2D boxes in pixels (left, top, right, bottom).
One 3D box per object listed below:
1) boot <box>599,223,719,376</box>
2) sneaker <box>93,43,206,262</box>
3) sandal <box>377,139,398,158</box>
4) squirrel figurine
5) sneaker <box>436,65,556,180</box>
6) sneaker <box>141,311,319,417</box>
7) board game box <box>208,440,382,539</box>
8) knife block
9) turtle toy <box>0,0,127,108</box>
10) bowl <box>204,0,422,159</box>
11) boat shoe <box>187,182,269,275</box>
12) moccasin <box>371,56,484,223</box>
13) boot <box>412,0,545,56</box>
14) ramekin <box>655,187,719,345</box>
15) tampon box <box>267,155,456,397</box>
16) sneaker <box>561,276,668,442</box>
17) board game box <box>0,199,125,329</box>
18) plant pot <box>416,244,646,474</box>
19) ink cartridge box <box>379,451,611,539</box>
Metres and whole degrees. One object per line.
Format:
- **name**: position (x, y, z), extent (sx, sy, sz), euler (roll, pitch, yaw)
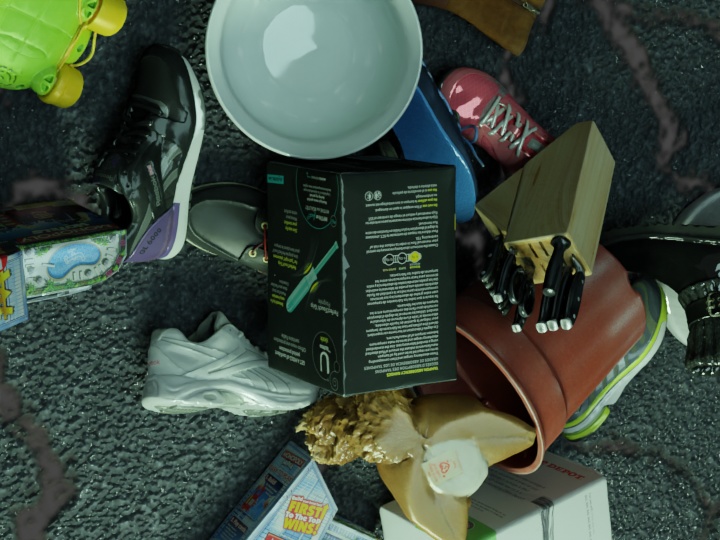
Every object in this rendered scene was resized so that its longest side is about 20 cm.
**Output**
- **boot**: position (0.348, 0.032, 1.782), extent (0.079, 0.210, 0.159), euler (25, 69, -72)
- **sneaker**: position (-0.197, -0.103, 1.506), extent (0.087, 0.075, 0.201), euler (-10, 109, -51)
- **sandal**: position (0.020, -0.029, 1.663), extent (0.057, 0.080, 0.202), euler (1, 101, -3)
- **squirrel figurine**: position (0.043, 0.160, 1.661), extent (0.199, 0.187, 0.142), euler (27, 93, -18)
- **sneaker**: position (0.160, -0.140, 1.702), extent (0.200, 0.087, 0.074), euler (39, 82, -30)
- **sneaker**: position (-0.120, 0.090, 1.617), extent (0.199, 0.078, 0.100), euler (7, 76, -41)
- **board game box**: position (-0.068, 0.289, 1.703), extent (0.199, 0.062, 0.201), euler (28, 89, -31)
- **knife block**: position (0.198, -0.035, 1.611), extent (0.200, 0.176, 0.064), euler (-38, 129, -4)
- **turtle toy**: position (-0.280, -0.241, 1.417), extent (0.145, 0.101, 0.200), euler (23, 107, -39)
- **bowl**: position (-0.047, -0.206, 1.553), extent (0.200, 0.090, 0.202), euler (-1, 97, -7)
- **boat shoe**: position (-0.086, -0.033, 1.611), extent (0.201, 0.063, 0.074), euler (18, 96, -30)
- **moccasin**: position (0.077, -0.139, 1.649), extent (0.068, 0.080, 0.201), euler (-67, 144, -44)
- **boot**: position (0.127, -0.331, 1.646), extent (0.199, 0.068, 0.189), euler (19, 93, -32)
- **ramekin**: position (0.442, 0.008, 1.892), extent (0.201, 0.094, 0.204), euler (-8, 106, -28)
- **tampon box**: position (0.000, 0.000, 1.543), extent (0.126, 0.150, 0.201), euler (-6, 101, -30)
- **sneaker**: position (0.264, 0.088, 1.831), extent (0.081, 0.074, 0.201), euler (37, 82, -27)
- **board game box**: position (-0.306, -0.001, 1.407), extent (0.199, 0.200, 0.062), euler (-10, 108, -26)
- **plant pot**: position (0.177, 0.071, 1.718), extent (0.195, 0.200, 0.201), euler (-38, 118, -25)
- **ink cartridge box**: position (0.144, 0.268, 1.752), extent (0.199, 0.145, 0.085), euler (-20, 111, -30)
